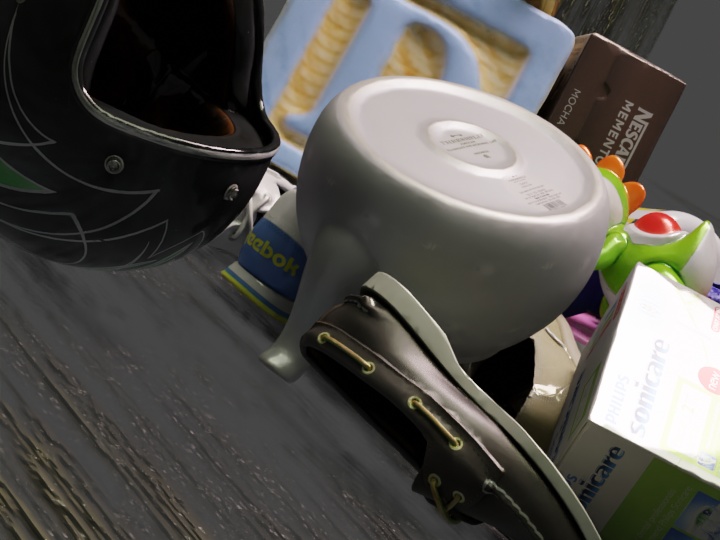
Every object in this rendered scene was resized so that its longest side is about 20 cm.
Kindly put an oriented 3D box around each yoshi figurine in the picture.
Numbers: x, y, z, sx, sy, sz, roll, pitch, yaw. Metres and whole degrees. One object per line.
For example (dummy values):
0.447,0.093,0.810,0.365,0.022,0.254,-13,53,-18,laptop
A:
0.160,0.006,1.325,0.111,0.113,0.200,-27,61,-32,yoshi figurine

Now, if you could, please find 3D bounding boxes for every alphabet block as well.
0.021,-0.123,1.468,0.195,0.196,0.200,31,-5,-1,alphabet block

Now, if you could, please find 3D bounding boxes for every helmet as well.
-0.143,-0.095,1.082,0.198,0.193,0.200,-4,0,0,helmet

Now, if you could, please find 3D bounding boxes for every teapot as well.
0.046,-0.013,1.166,0.198,0.147,0.198,12,30,-11,teapot

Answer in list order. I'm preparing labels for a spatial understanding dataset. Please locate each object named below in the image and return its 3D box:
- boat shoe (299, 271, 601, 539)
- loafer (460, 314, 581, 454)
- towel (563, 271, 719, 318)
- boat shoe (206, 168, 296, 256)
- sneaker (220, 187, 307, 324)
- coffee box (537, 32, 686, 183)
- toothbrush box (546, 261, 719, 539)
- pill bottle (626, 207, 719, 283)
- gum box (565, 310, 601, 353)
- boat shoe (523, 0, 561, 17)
0.048,0.092,1.015,0.201,0.060,0.072,49,-16,23,boat shoe
0.098,0.058,1.259,0.068,0.076,0.200,28,10,-28,loafer
0.176,0.026,1.439,0.199,0.148,0.050,31,49,13,towel
-0.080,-0.046,1.311,0.065,0.074,0.200,28,11,26,boat shoe
0.000,0.000,1.273,0.074,0.083,0.199,32,10,35,sneaker
0.171,-0.109,1.483,0.079,0.114,0.200,28,6,-3,coffee box
0.216,0.109,1.137,0.199,0.086,0.146,27,42,1,toothbrush box
0.193,0.005,1.567,0.111,0.113,0.200,22,-6,-27,pill bottle
0.204,0.101,1.342,0.199,0.067,0.113,30,12,15,gum box
0.119,-0.214,1.458,0.062,0.074,0.200,23,-17,-1,boat shoe
